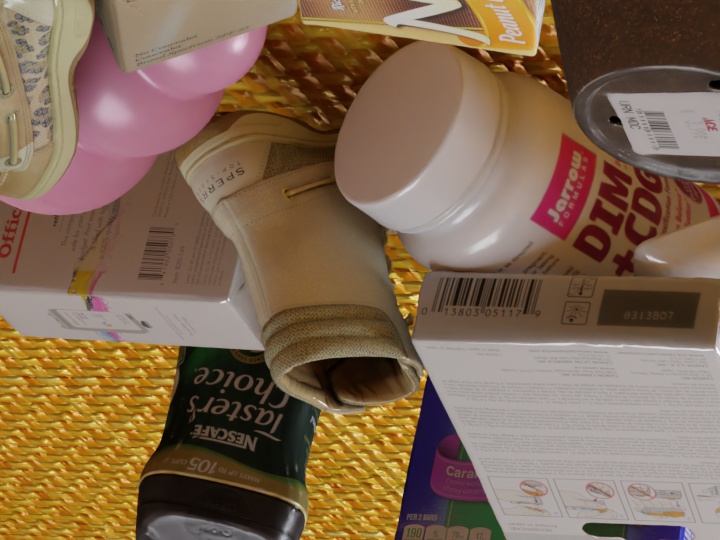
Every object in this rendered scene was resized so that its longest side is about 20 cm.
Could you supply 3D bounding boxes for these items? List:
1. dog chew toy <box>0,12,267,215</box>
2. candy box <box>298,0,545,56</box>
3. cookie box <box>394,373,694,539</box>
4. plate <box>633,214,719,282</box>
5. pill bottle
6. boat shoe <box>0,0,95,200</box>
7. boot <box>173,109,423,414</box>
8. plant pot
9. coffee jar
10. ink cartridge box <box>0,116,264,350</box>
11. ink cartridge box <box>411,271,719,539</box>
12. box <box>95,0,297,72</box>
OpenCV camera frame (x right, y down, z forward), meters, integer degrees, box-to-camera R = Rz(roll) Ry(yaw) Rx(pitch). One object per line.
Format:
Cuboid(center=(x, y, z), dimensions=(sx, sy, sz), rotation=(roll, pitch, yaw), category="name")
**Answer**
Cuboid(center=(-0.124, -0.105, 1.456), dimensions=(0.124, 0.125, 0.200), rotation=(29, 144, -33), category="dog chew toy")
Cuboid(center=(0.027, -0.173, 1.300), dimensions=(0.115, 0.055, 0.200), rotation=(9, 156, 7), category="candy box")
Cuboid(center=(0.123, 0.089, 1.657), dimensions=(0.171, 0.201, 0.075), rotation=(1, 153, 22), category="cookie box")
Cuboid(center=(0.241, 0.022, 1.508), dimensions=(0.199, 0.032, 0.200), rotation=(-19, 145, -7), category="plate")
Cuboid(center=(0.089, -0.034, 1.509), dimensions=(0.200, 0.114, 0.113), rotation=(29, 151, -34), category="pill bottle")
Cuboid(center=(-0.168, -0.095, 1.340), dimensions=(0.063, 0.073, 0.200), rotation=(-18, 153, -21), category="boat shoe")
Cuboid(center=(0.000, 0.000, 1.530), dimensions=(0.072, 0.155, 0.200), rotation=(-38, 153, 30), category="boot")
Cuboid(center=(0.144, -0.142, 1.131), dimensions=(0.186, 0.201, 0.187), rotation=(11, 157, 5), category="plant pot")
Cuboid(center=(-0.070, 0.085, 1.743), dimensions=(0.104, 0.201, 0.085), rotation=(12, 157, -1), category="coffee jar")
Cuboid(center=(-0.141, -0.024, 1.641), dimensions=(0.199, 0.117, 0.068), rotation=(3, 155, 22), category="ink cartridge box")
Cuboid(center=(0.129, 0.076, 1.500), dimensions=(0.162, 0.057, 0.200), rotation=(1, 148, 22), category="ink cartridge box")
Cuboid(center=(-0.081, -0.165, 1.270), dimensions=(0.095, 0.078, 0.200), rotation=(-20, 167, -5), category="box")
